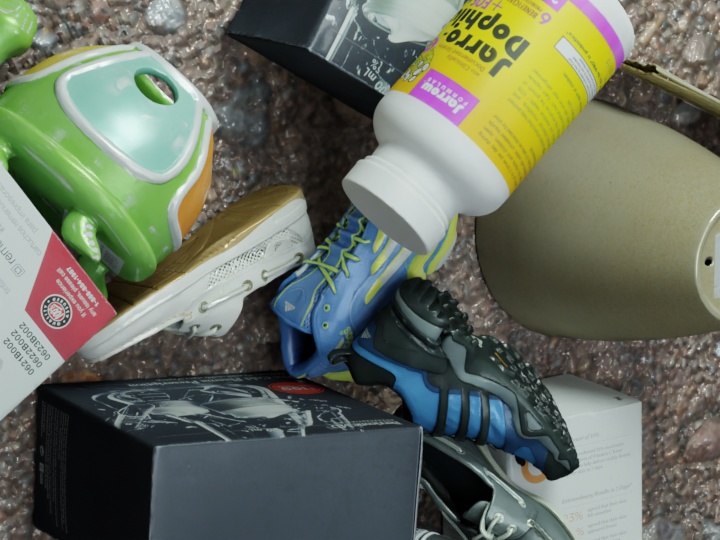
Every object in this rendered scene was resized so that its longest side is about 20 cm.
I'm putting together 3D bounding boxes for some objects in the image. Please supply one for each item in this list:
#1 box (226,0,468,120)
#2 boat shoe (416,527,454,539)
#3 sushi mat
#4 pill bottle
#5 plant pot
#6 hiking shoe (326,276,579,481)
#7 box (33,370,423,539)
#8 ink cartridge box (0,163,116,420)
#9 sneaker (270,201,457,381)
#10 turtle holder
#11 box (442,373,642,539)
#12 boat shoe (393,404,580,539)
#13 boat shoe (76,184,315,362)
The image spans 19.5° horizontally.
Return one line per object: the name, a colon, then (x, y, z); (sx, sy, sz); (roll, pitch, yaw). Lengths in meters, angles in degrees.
box: (0.048, -0.201, 1.450); (0.200, 0.124, 0.197); (28, 87, -33)
boat shoe: (0.074, 0.275, 1.539); (0.074, 0.068, 0.200); (-43, 133, -48)
sushi mat: (0.268, -0.129, 1.614); (0.200, 0.096, 0.012); (21, 97, -34)
pill bottle: (0.079, -0.107, 1.355); (0.200, 0.104, 0.104); (-50, 120, -11)
plant pot: (0.217, -0.022, 1.543); (0.187, 0.200, 0.188); (-7, 104, -30)
hiking shoe: (0.071, 0.088, 1.468); (0.087, 0.074, 0.200); (-39, 116, 16)
box: (-0.090, 0.138, 1.396); (0.200, 0.182, 0.104); (-2, 101, -32)
ink cartridge box: (-0.286, 0.028, 1.272); (0.200, 0.145, 0.145); (-44, 122, -15)
sneaker: (0.000, 0.000, 1.445); (0.105, 0.076, 0.200); (-18, 133, -47)
turtle holder: (-0.176, -0.083, 1.339); (0.132, 0.185, 0.141); (-47, 152, -14)
box: (0.138, 0.193, 1.599); (0.124, 0.097, 0.200); (-9, 105, -29)
boat shoe: (0.087, 0.176, 1.497); (0.200, 0.073, 0.062); (50, 31, 11)
boat shoe: (-0.108, 0.016, 1.426); (0.200, 0.071, 0.069); (-33, 114, -24)
